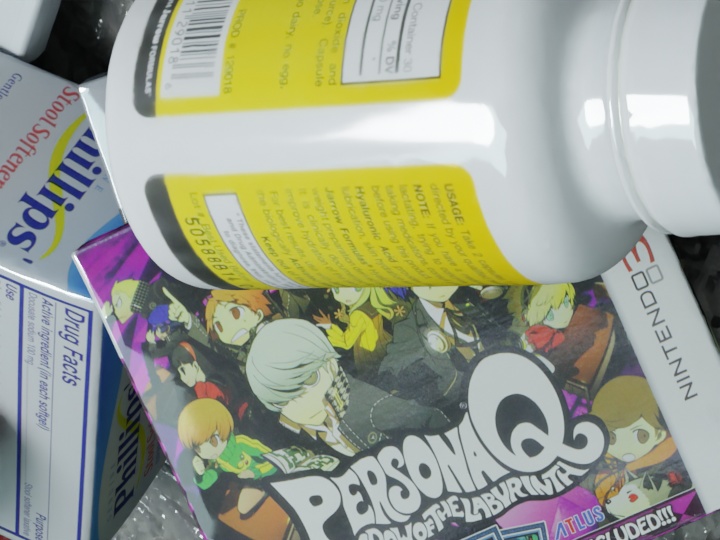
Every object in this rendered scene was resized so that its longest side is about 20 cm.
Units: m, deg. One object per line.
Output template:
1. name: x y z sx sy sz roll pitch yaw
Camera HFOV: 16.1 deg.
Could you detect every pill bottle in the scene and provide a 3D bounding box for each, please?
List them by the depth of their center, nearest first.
1. pill bottle: 0.029 -0.050 0.800 0.200 0.111 0.112 -1 114 31

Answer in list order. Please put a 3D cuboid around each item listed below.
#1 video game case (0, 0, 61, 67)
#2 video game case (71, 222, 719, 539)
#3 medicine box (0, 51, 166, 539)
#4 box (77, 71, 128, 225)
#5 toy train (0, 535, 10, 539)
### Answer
1. video game case: -0.183 -0.204 1.005 0.200 0.024 0.182 38 134 12
2. video game case: 0.023 0.033 0.917 0.200 0.036 0.182 -23 95 5
3. medicine box: -0.173 0.002 1.067 0.200 0.103 0.182 23 140 11
4. box: 0.000 0.000 0.952 0.156 0.041 0.200 -17 98 5
5. toy train: -0.238 0.104 1.169 0.085 0.200 0.116 -36 81 9
